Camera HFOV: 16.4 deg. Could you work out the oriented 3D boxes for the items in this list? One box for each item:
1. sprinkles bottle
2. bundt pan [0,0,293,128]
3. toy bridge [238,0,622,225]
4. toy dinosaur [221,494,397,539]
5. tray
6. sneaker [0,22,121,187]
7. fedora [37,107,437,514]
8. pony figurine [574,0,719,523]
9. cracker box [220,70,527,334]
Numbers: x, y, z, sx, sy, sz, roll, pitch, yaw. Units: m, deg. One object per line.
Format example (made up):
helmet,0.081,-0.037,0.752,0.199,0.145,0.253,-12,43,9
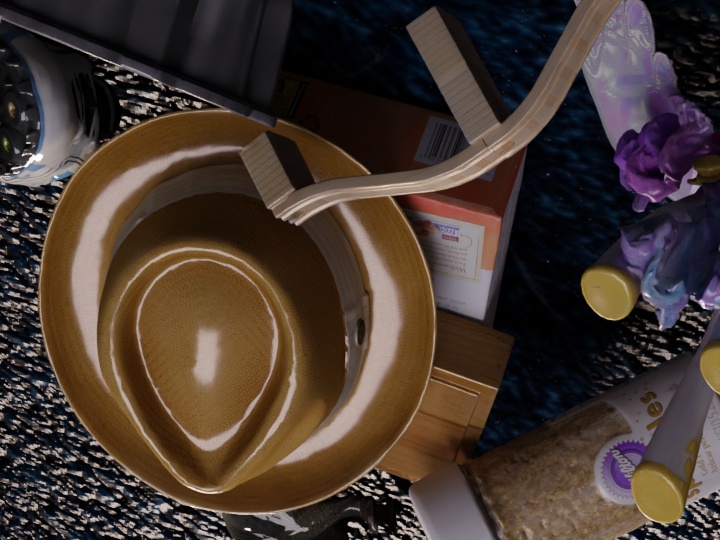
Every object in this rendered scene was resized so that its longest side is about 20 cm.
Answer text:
sprinkles bottle,0.124,0.088,1.176,0.200,0.068,0.068,-27,133,-1
bundt pan,-0.114,-0.129,1.021,0.202,0.076,0.202,22,-177,-1
toy bridge,0.044,-0.077,1.025,0.200,0.067,0.027,-34,156,18
toy dinosaur,-0.038,0.133,1.373,0.102,0.077,0.200,-8,141,12
tray,-0.035,0.039,1.194,0.200,0.037,0.099,20,142,3
sneaker,-0.141,-0.075,1.113,0.072,0.072,0.200,-11,-178,-10
fedora,-0.062,0.031,1.109,0.201,0.082,0.201,4,113,9
pony figurine,0.160,-0.022,1.033,0.167,0.200,0.193,2,124,31
cracker box,0.000,0.000,1.207,0.134,0.058,0.200,16,142,6
